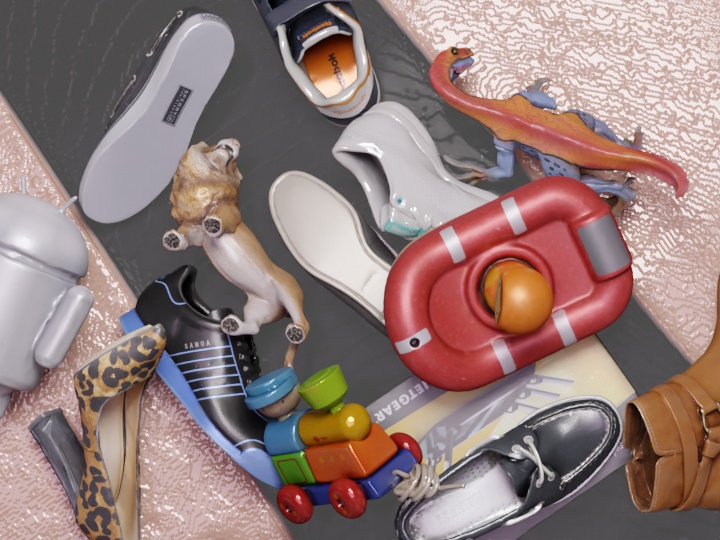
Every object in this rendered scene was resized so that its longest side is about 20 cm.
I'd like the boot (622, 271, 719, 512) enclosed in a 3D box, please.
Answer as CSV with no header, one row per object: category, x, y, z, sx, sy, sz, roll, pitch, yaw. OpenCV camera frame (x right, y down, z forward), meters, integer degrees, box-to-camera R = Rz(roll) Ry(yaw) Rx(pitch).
boot,0.271,0.090,1.688,0.154,0.074,0.200,-7,86,-28

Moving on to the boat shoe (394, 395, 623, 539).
boat shoe,0.118,0.164,1.684,0.200,0.060,0.076,-36,83,2

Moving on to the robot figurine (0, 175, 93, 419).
robot figurine,-0.294,0.022,1.767,0.169,0.113,0.200,21,87,26

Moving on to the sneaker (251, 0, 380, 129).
sneaker,-0.043,-0.215,1.782,0.078,0.079,0.200,-30,81,3

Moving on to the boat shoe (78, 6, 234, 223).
boat shoe,-0.173,-0.131,1.798,0.069,0.057,0.200,28,101,-32

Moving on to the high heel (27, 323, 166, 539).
high heel,-0.181,0.138,1.733,0.200,0.071,0.143,-44,74,41

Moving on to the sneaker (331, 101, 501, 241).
sneaker,0.056,-0.043,1.737,0.200,0.088,0.075,44,133,7

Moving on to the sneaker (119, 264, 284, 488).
sneaker,-0.110,0.085,1.764,0.078,0.070,0.200,-43,81,8

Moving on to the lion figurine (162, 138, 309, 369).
lion figurine,-0.097,-0.010,1.767,0.072,0.122,0.200,-26,99,15

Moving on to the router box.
router box,0.122,0.126,1.744,0.200,0.052,0.157,-36,82,2

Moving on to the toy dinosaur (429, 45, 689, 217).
toy dinosaur,0.147,-0.124,1.723,0.181,0.200,0.105,29,70,-23

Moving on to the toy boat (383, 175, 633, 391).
toy boat,0.115,0.017,1.653,0.200,0.131,0.131,-26,99,2

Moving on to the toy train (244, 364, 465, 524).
toy train,-0.005,0.123,1.659,0.085,0.200,0.116,-37,104,-36

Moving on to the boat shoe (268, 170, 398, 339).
boat shoe,0.000,0.000,1.773,0.067,0.057,0.200,-45,76,-5
